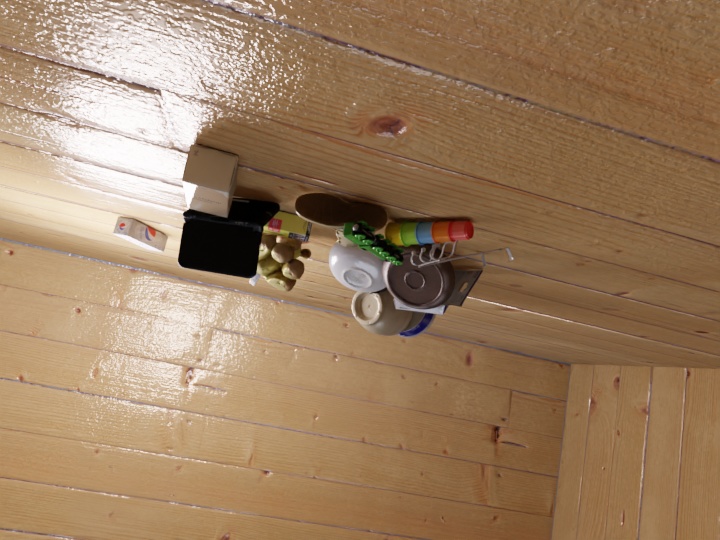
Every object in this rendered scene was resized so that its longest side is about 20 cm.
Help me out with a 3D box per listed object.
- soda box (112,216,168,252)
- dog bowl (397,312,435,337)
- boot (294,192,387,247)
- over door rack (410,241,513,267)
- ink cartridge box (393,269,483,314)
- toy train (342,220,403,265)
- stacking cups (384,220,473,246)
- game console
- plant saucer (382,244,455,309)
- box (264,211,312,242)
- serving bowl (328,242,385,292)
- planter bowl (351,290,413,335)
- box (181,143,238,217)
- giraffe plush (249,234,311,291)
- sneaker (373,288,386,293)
[{"bbox_3d":[-0.768,-0.124,1.835,0.068,0.064,0.200,9,168,18],"label":"soda box"},{"bbox_3d":[0.157,0.125,1.799,0.200,0.201,0.079,4,165,33],"label":"dog bowl"},{"bbox_3d":[-0.052,-0.108,1.173,0.199,0.073,0.155,7,165,-9],"label":"boot"},{"bbox_3d":[0.235,-0.044,1.240,0.199,0.067,0.148,0,176,-13],"label":"over door rack"},{"bbox_3d":[0.225,0.055,1.482,0.199,0.041,0.200,5,-149,31],"label":"ink cartridge box"},{"bbox_3d":[0.031,-0.056,1.135,0.056,0.042,0.200,-3,160,33],"label":"toy train"},{"bbox_3d":[0.151,-0.088,1.150,0.199,0.061,0.060,-4,162,36],"label":"stacking cups"},{"bbox_3d":[-0.306,-0.086,1.222,0.199,0.117,0.176,9,-147,13],"label":"game console"},{"bbox_3d":[0.146,0.020,1.357,0.200,0.201,0.032,7,-152,20],"label":"plant saucer"},{"bbox_3d":[-0.224,-0.123,1.331,0.199,0.050,0.075,13,170,-9],"label":"box"},{"bbox_3d":[0.000,0.000,1.475,0.199,0.066,0.200,11,142,9],"label":"serving bowl"},{"bbox_3d":[0.056,0.117,1.714,0.200,0.201,0.135,4,179,34],"label":"planter bowl"},{"bbox_3d":[-0.306,-0.178,1.069,0.095,0.078,0.200,13,169,-12],"label":"box"},{"bbox_3d":[-0.216,-0.047,1.452,0.200,0.162,0.173,-24,109,44],"label":"giraffe plush"},{"bbox_3d":[0.027,0.011,1.585,0.073,0.112,0.200,-1,163,45],"label":"sneaker"}]
